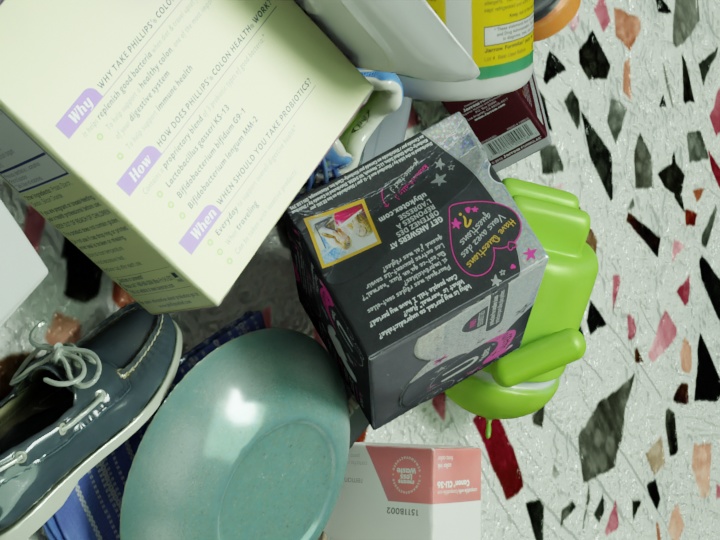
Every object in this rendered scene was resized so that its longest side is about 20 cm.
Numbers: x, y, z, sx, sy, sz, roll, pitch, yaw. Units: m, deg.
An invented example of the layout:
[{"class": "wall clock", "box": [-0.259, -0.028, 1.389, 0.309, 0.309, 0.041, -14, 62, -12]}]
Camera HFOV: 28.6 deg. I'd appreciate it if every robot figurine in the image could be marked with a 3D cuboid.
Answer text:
[{"class": "robot figurine", "box": [0.122, 0.031, 1.147, 0.114, 0.176, 0.202, 12, 110, -11]}]

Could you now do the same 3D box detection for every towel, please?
[{"class": "towel", "box": [-0.113, 0.135, 0.913, 0.199, 0.024, 0.146, -36, 117, -33]}]

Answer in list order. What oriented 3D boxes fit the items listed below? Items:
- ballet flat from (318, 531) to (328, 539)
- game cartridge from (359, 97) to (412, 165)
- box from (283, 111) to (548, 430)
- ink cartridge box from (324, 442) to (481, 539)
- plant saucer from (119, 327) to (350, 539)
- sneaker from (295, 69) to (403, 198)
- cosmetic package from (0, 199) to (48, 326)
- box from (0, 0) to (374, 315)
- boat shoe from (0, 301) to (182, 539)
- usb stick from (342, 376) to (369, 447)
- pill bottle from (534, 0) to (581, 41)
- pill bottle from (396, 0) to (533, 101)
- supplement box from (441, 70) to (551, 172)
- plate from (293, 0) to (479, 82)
[{"class": "ballet flat", "box": [-0.040, 0.287, 0.987, 0.067, 0.068, 0.202, 22, 75, -11]}, {"class": "game cartridge", "box": [-0.029, -0.141, 1.059, 0.199, 0.041, 0.135, 31, 68, -46]}, {"class": "box", "box": [0.036, 0.009, 0.922, 0.116, 0.131, 0.200, 60, -8, 16]}, {"class": "ink cartridge box", "box": [0.024, 0.229, 1.036, 0.067, 0.115, 0.203, 7, 82, -52]}, {"class": "plant saucer", "box": [-0.065, 0.139, 0.907, 0.200, 0.038, 0.203, -23, 123, -41]}, {"class": "sneaker", "box": [-0.053, -0.081, 0.957, 0.200, 0.077, 0.076, -48, 131, -10]}, {"class": "cosmetic package", "box": [-0.259, -0.052, 0.711, 0.071, 0.101, 0.201, -54, 126, -38]}, {"class": "box", "box": [-0.124, -0.106, 0.826, 0.200, 0.096, 0.177, 44, 64, -22]}, {"class": "boat shoe", "box": [-0.178, 0.078, 0.828, 0.200, 0.074, 0.062, -48, 132, -35]}, {"class": "usb stick", "box": [-0.012, 0.097, 1.022, 0.200, 0.032, 0.056, -49, 124, -18]}, {"class": "pill bottle", "box": [0.115, -0.286, 1.192, 0.200, 0.105, 0.107, 48, 53, -38]}, {"class": "pill bottle", "box": [0.065, -0.229, 0.976, 0.112, 0.112, 0.202, -30, 124, -48]}, {"class": "supplement box", "box": [0.080, -0.187, 1.148, 0.200, 0.060, 0.110, 49, 24, -38]}, {"class": "plate", "box": [-0.041, -0.182, 0.835, 0.032, 0.200, 0.200, -48, 117, -9]}]
